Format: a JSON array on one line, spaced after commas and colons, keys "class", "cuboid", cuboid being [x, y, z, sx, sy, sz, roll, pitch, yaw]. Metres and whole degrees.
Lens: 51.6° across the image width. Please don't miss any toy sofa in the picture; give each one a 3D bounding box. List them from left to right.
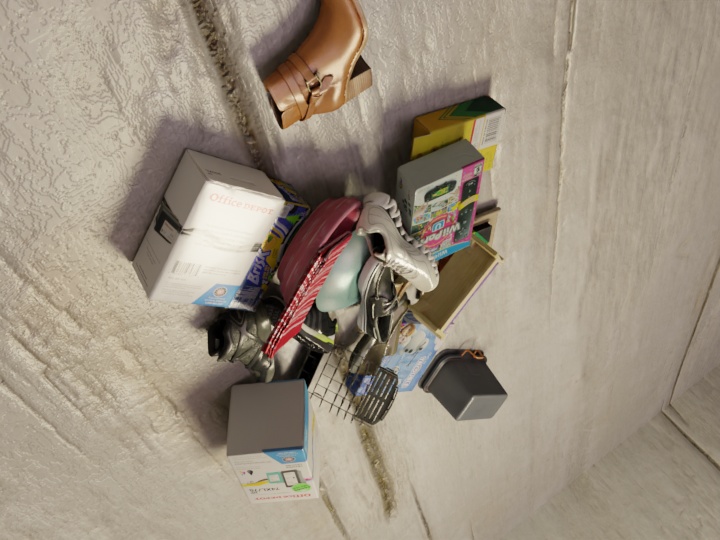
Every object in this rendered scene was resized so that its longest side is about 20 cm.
[{"class": "toy sofa", "cuboid": [0.189, 0.031, 1.455, 0.201, 0.082, 0.097, -52, 154, 0]}]

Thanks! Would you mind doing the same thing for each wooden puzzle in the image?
[{"class": "wooden puzzle", "cuboid": [0.206, -0.025, 1.536, 0.181, 0.037, 0.203, -21, 138, -27]}]

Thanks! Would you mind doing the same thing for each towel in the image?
[{"class": "towel", "cuboid": [-0.082, 0.037, 1.179, 0.202, 0.022, 0.145, -59, 174, 22]}]

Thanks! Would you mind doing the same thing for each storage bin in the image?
[{"class": "storage bin", "cuboid": [0.266, 0.280, 1.811, 0.197, 0.135, 0.147, 7, 122, -46]}]

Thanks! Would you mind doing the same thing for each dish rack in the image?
[{"class": "dish rack", "cuboid": [-0.028, 0.230, 1.472, 0.055, 0.196, 0.156, -65, -179, -62]}]

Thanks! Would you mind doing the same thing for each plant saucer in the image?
[{"class": "plant saucer", "cuboid": [-0.072, -0.038, 1.199, 0.203, 0.050, 0.201, -55, 175, -7]}, {"class": "plant saucer", "cuboid": [0.000, 0.000, 1.321, 0.201, 0.038, 0.203, -44, 156, -24]}]

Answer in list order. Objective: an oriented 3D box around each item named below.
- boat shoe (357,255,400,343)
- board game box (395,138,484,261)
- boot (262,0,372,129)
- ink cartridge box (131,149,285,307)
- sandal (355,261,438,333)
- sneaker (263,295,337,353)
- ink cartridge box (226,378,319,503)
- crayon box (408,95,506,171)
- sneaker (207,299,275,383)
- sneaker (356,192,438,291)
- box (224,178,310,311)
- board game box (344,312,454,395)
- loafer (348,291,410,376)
[{"class": "boat shoe", "cuboid": [0.040, 0.048, 1.321, 0.072, 0.070, 0.203, -38, 150, -30]}, {"class": "board game box", "cuboid": [0.129, -0.107, 1.280, 0.145, 0.065, 0.203, -24, 144, -21]}, {"class": "boot", "cuboid": [-0.068, -0.293, 1.004, 0.153, 0.077, 0.202, -28, 149, -11]}, {"class": "ink cartridge box", "cuboid": [-0.220, -0.055, 1.078, 0.143, 0.084, 0.202, 9, 120, -46]}, {"class": "sandal", "cuboid": [0.054, 0.020, 1.430, 0.211, 0.078, 0.070, -41, 123, -5]}, {"class": "sneaker", "cuboid": [-0.105, 0.078, 1.351, 0.200, 0.070, 0.085, 45, 59, -49]}, {"class": "ink cartridge box", "cuboid": [-0.160, 0.329, 1.423, 0.142, 0.149, 0.203, -6, 139, 3]}, {"class": "crayon box", "cuboid": [0.151, -0.214, 1.287, 0.196, 0.051, 0.129, -21, 139, -27]}, {"class": "sneaker", "cuboid": [-0.207, 0.134, 1.290, 0.111, 0.077, 0.202, -17, 143, -13]}, {"class": "sneaker", "cuboid": [0.058, -0.029, 1.223, 0.201, 0.074, 0.082, 50, 46, -26]}, {"class": "box", "cuboid": [-0.160, -0.038, 1.161, 0.063, 0.070, 0.202, 8, 121, -47]}, {"class": "board game box", "cuboid": [0.087, 0.181, 1.626, 0.196, 0.043, 0.203, 3, 124, -45]}, {"class": "loafer", "cuboid": [0.048, 0.130, 1.494, 0.069, 0.076, 0.202, 28, 110, -12]}]
